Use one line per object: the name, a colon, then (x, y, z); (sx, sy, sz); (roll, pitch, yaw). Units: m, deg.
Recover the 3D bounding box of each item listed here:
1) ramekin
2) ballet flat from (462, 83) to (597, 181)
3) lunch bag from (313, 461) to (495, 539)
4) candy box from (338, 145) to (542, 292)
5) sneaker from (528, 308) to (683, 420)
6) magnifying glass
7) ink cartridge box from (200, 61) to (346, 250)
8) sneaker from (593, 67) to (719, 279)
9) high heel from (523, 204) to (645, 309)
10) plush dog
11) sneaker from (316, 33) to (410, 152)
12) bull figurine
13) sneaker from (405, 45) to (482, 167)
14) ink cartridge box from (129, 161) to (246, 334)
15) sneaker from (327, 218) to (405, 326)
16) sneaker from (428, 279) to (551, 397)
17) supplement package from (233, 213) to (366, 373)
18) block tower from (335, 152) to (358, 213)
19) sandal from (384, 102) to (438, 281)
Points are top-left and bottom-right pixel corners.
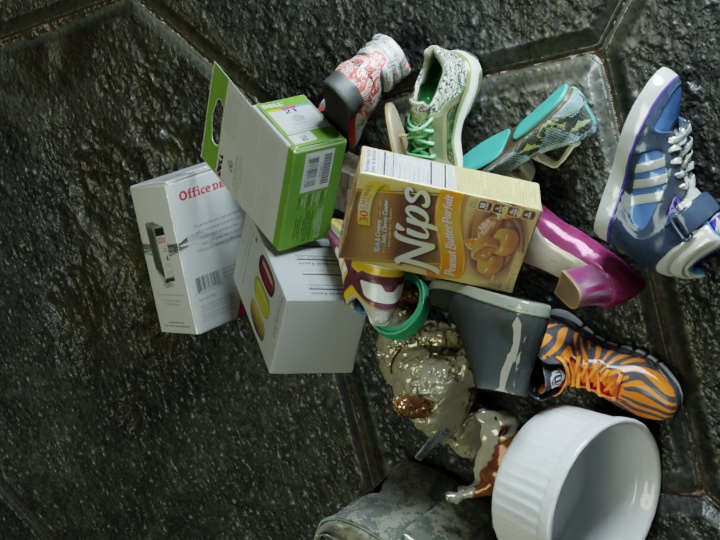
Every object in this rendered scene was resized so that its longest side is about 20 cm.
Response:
ramekin: (0.234, 0.246, 1.619); (0.097, 0.199, 0.203); (17, 118, 44)
ballet flat: (0.181, -0.128, 1.609); (0.199, 0.074, 0.075); (-32, 85, 48)
lunch bag: (0.055, 0.330, 1.812); (0.167, 0.199, 0.140); (35, 124, 22)
candy box: (0.084, -0.053, 1.579); (0.197, 0.056, 0.116); (11, 126, -6)
sneaker: (0.247, 0.120, 1.610); (0.199, 0.112, 0.078); (27, 124, 31)
magnifying glass: (0.026, 0.002, 1.761); (0.079, 0.022, 0.201); (-39, 44, 13)
ink cartridge box: (-0.109, -0.146, 1.770); (0.200, 0.075, 0.149); (49, 141, 36)
sneaker: (0.330, -0.089, 1.485); (0.145, 0.080, 0.202); (28, 120, 21)
high heel: (0.228, -0.034, 1.625); (0.200, 0.095, 0.068); (51, 140, 43)
plush dog: (0.075, 0.116, 1.758); (0.172, 0.159, 0.202); (46, 136, 50)
sneaker: (0.005, -0.209, 1.729); (0.067, 0.108, 0.201); (48, 168, 6)
bull figurine: (0.177, 0.256, 1.720); (0.121, 0.065, 0.201); (-33, 105, 24)
sneaker: (0.070, -0.158, 1.621); (0.076, 0.088, 0.203); (6, 81, 35)
ink cartridge box: (-0.206, -0.034, 1.932); (0.082, 0.146, 0.203); (1, 106, 43)
sneaker: (0.000, 0.000, 1.703); (0.200, 0.074, 0.091); (-126, 45, -72)
sneaker: (0.126, 0.073, 1.621); (0.199, 0.074, 0.108); (14, 92, 62)
supplement package: (-0.075, 0.022, 1.802); (0.201, 0.108, 0.115); (-117, 35, -51)
block tower: (-0.054, -0.127, 1.823); (0.199, 0.054, 0.058); (28, 124, 30)
sandal: (0.087, -0.098, 1.710); (0.069, 0.078, 0.214); (-11, 97, 14)
